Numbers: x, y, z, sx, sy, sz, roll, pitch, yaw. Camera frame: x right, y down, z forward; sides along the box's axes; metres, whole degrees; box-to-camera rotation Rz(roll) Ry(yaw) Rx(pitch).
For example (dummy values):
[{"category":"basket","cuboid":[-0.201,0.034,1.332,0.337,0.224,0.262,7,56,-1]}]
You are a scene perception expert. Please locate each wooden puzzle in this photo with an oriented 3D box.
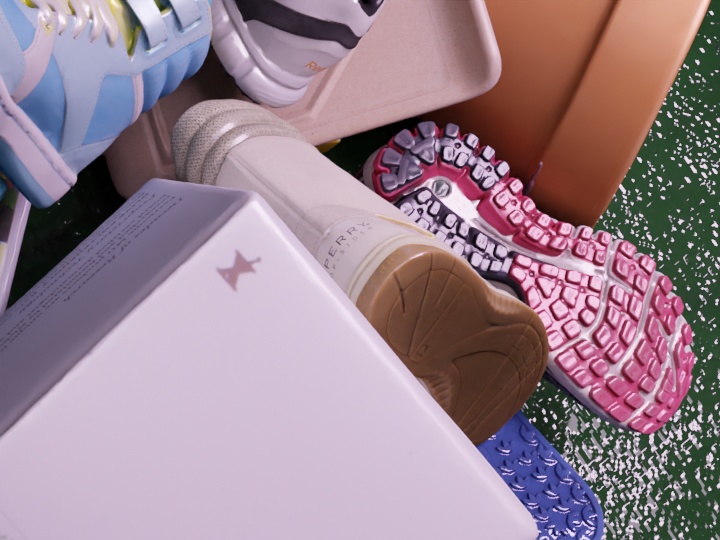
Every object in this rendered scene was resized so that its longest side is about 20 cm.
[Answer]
[{"category":"wooden puzzle","cuboid":[-0.049,-0.147,1.292,0.199,0.037,0.186,-17,84,5]}]

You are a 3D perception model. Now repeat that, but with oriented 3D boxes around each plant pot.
[{"category":"plant pot","cuboid":[0.093,-0.135,1.365,0.140,0.200,0.200,25,63,-1]}]

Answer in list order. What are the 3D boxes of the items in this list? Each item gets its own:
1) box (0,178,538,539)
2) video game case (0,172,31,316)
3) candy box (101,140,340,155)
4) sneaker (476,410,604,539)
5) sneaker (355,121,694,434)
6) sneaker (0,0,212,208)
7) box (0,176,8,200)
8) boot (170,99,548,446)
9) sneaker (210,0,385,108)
[{"category":"box","cuboid":[-0.076,0.097,1.137,0.200,0.171,0.199,-44,107,-13]},{"category":"video game case","cuboid":[-0.252,-0.003,1.214,0.182,0.022,0.201,16,67,-13]},{"category":"candy box","cuboid":[-0.109,-0.109,1.334,0.199,0.026,0.103,-2,79,-27]},{"category":"sneaker","cuboid":[0.048,0.084,1.337,0.070,0.078,0.200,-14,60,-29]},{"category":"sneaker","cuboid":[0.083,0.005,1.319,0.200,0.075,0.081,42,66,-5]},{"category":"sneaker","cuboid":[-0.131,-0.116,1.148,0.130,0.200,0.080,-40,72,-7]},{"category":"box","cuboid":[-0.263,-0.066,1.192,0.200,0.049,0.082,38,64,-4]},{"category":"boot","cuboid":[0.000,0.000,1.240,0.155,0.200,0.072,38,87,30]},{"category":"sneaker","cuboid":[-0.057,-0.180,1.232,0.200,0.080,0.074,60,31,0]}]
